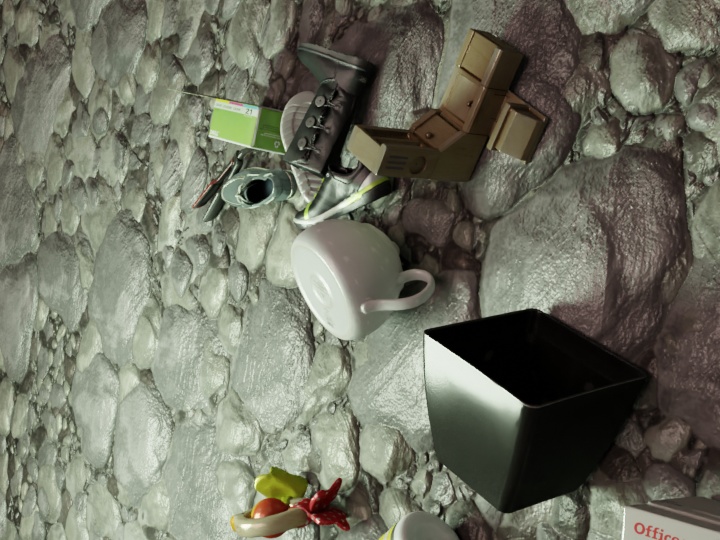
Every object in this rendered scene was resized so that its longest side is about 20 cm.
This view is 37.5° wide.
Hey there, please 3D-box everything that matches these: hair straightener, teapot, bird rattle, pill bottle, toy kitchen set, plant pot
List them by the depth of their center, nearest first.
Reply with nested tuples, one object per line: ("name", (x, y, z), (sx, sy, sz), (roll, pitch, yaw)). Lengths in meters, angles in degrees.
("plant pot", (0.198, 0.177, 1.310), (0.199, 0.200, 0.178), (34, 125, 46))
("toy kitchen set", (0.125, -0.208, 1.430), (0.163, 0.180, 0.200), (46, 124, 41))
("pill bottle", (0.049, 0.438, 1.506), (0.200, 0.112, 0.113), (-50, 51, 34))
("teapot", (0.000, 0.000, 1.596), (0.200, 0.146, 0.197), (58, 157, 10))
("bird rattle", (-0.116, 0.393, 1.684), (0.200, 0.163, 0.113), (5, 108, 59))
("hair straightener", (-0.238, -0.154, 1.983), (0.200, 0.041, 0.077), (-44, 75, 31))

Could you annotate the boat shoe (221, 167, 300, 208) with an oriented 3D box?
("boat shoe", (-0.191, -0.146, 1.879), (0.200, 0.062, 0.073), (-1, 97, 44))

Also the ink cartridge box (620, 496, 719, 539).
("ink cartridge box", (0.367, 0.353, 1.109), (0.147, 0.144, 0.200), (7, 92, 50))

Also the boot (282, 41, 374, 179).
("boot", (-0.076, -0.263, 1.739), (0.165, 0.066, 0.200), (26, 97, 43))

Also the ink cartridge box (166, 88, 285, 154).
("ink cartridge box", (-0.221, -0.257, 1.835), (0.148, 0.200, 0.076), (21, 102, 49))

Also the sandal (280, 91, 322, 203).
("sandal", (-0.088, -0.201, 1.784), (0.050, 0.082, 0.203), (77, -175, -77))

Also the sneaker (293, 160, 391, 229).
("sneaker", (-0.034, -0.130, 1.688), (0.200, 0.072, 0.083), (-22, 94, 36))
